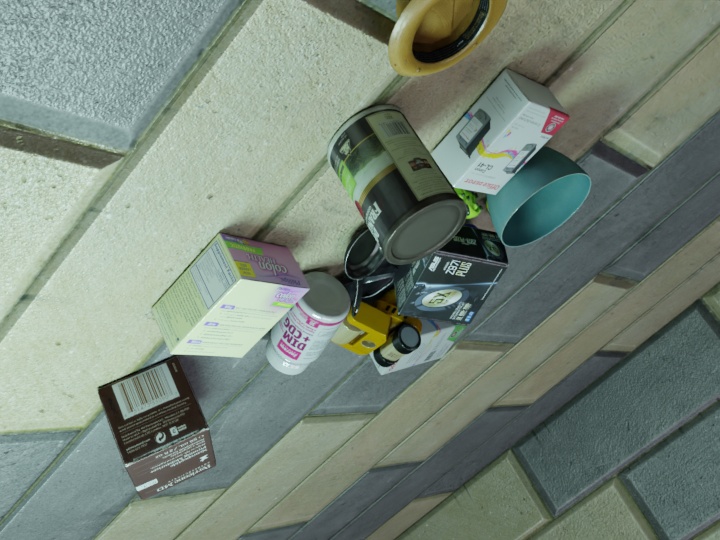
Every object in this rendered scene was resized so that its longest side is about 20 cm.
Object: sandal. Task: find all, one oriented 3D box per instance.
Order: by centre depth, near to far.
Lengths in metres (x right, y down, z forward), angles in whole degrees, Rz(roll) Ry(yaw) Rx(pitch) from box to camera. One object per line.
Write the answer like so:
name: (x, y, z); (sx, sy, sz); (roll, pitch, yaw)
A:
sandal: (0.015, 0.027, 1.728); (0.198, 0.043, 0.076); (-27, 134, 3)

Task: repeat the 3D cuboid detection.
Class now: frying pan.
frying pan: (0.013, -0.010, 1.669); (0.114, 0.031, 0.192); (-35, 144, -25)

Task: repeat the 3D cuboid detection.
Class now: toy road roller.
toy road roller: (0.035, 0.100, 1.847); (0.198, 0.148, 0.123); (24, 147, -17)

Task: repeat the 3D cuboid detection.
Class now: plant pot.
plant pot: (0.316, -0.161, 1.663); (0.198, 0.136, 0.201); (-24, 153, -13)

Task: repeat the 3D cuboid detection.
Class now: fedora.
fedora: (0.104, -0.351, 1.174); (0.198, 0.082, 0.201); (-26, 159, -11)

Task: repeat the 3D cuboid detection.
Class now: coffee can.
coffee can: (0.055, -0.133, 1.359); (0.145, 0.201, 0.147); (-24, 153, -13)

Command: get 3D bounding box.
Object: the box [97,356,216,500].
box: (-0.383, 0.302, 1.672); (0.164, 0.165, 0.201); (-23, 152, -17)

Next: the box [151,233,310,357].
box: (-0.220, 0.048, 1.492); (0.200, 0.097, 0.175); (-43, 151, 24)

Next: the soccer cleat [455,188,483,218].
soccer cleat: (0.165, -0.132, 1.638); (0.080, 0.068, 0.200); (-25, 156, 18)

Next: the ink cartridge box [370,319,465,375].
ink cartridge box: (0.131, 0.153, 2.058); (0.198, 0.085, 0.145); (-11, 147, -36)

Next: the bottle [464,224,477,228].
bottle: (0.219, -0.022, 1.875); (0.082, 0.066, 0.201); (-23, 153, -5)

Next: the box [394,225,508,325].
box: (0.178, 0.008, 1.755); (0.161, 0.087, 0.201); (10, 136, -17)

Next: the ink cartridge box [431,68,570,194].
ink cartridge box: (0.242, -0.234, 1.519); (0.146, 0.086, 0.200); (3, 136, -49)

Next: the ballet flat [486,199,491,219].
ballet flat: (0.308, -0.119, 1.815); (0.198, 0.068, 0.067); (-5, 165, -45)

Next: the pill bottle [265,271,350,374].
pill bottle: (-0.106, 0.107, 1.692); (0.112, 0.114, 0.201); (-9, 146, -37)
